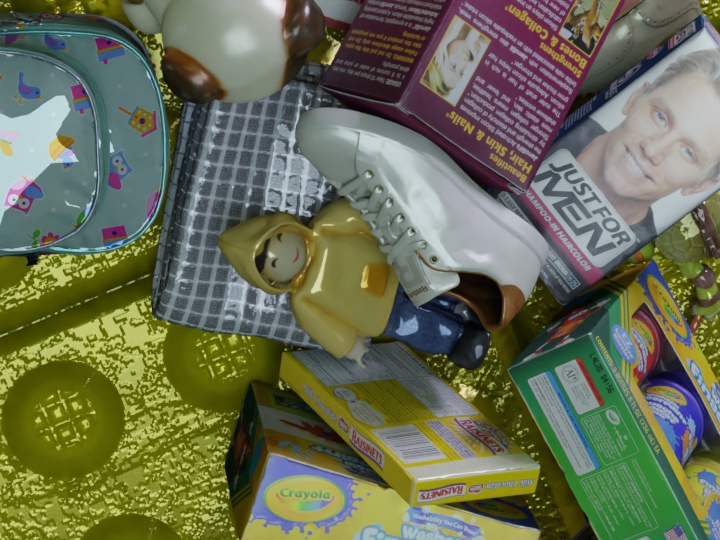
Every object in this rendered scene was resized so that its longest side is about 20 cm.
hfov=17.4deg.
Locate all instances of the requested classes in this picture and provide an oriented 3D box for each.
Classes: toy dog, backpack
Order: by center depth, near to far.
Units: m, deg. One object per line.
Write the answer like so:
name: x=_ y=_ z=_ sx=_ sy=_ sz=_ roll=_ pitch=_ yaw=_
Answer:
toy dog: x=-0.098 y=-0.207 z=1.554 sx=0.139 sy=0.194 sz=0.201 roll=-24 pitch=83 yaw=-9
backpack: x=-0.226 y=-0.090 z=1.605 sx=0.199 sy=0.153 sz=0.177 roll=-6 pitch=100 yaw=-12

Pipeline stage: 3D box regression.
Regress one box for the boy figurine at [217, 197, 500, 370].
boy figurine: x=0.000 y=0.000 z=1.616 sx=0.199 sy=0.064 sz=0.125 roll=21 pitch=93 yaw=-23

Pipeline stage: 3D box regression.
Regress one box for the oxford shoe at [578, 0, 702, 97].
oxford shoe: x=0.159 y=-0.144 z=1.679 sx=0.200 sy=0.071 sz=0.074 roll=-39 pitch=112 yaw=5

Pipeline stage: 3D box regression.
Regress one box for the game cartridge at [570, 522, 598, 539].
game cartridge: x=0.144 y=0.236 z=1.708 sx=0.133 sy=0.200 sz=0.041 roll=-42 pitch=86 yaw=5

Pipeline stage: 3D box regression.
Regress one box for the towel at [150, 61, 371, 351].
towel: x=-0.053 y=-0.048 z=1.668 sx=0.165 sy=0.086 sz=0.201 roll=10 pitch=103 yaw=-10

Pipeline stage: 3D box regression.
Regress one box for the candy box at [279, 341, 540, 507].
candy box: x=0.031 y=0.104 z=1.646 sx=0.102 sy=0.200 sz=0.027 roll=-1 pitch=114 yaw=-30

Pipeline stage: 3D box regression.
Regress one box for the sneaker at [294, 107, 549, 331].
sneaker: x=0.035 y=-0.031 z=1.562 sx=0.200 sy=0.073 sz=0.085 roll=33 pitch=60 yaw=-16

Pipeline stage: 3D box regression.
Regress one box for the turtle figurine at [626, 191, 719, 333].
turtle figurine: x=0.247 y=-0.050 z=1.713 sx=0.161 sy=0.064 sz=0.201 roll=-27 pitch=107 yaw=0

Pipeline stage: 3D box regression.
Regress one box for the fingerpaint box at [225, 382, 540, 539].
fingerpaint box: x=0.011 y=0.163 z=1.679 sx=0.199 sy=0.167 sz=0.074 roll=17 pitch=101 yaw=-12

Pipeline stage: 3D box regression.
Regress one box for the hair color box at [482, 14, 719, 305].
hair color box: x=0.191 y=-0.077 z=1.651 sx=0.200 sy=0.061 sz=0.100 roll=-38 pitch=97 yaw=15

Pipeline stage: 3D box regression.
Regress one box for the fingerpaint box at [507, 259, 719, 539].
fingerpaint box: x=0.203 y=0.115 z=1.657 sx=0.073 sy=0.167 sz=0.201 roll=-25 pitch=96 yaw=28

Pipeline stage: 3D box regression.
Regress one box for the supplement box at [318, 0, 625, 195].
supplement box: x=0.086 y=-0.173 z=1.592 sx=0.131 sy=0.103 sz=0.201 roll=33 pitch=83 yaw=-35

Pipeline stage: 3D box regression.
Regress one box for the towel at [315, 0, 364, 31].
towel: x=0.051 y=-0.250 z=1.634 sx=0.144 sy=0.023 sz=0.201 roll=14 pitch=105 yaw=-32
